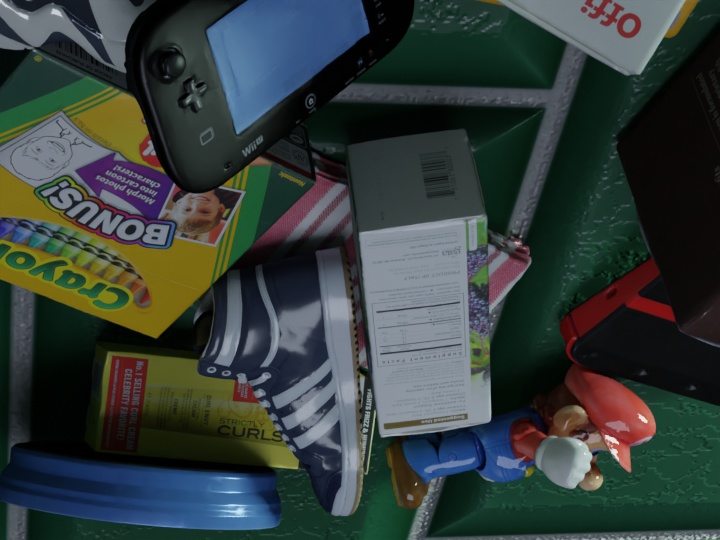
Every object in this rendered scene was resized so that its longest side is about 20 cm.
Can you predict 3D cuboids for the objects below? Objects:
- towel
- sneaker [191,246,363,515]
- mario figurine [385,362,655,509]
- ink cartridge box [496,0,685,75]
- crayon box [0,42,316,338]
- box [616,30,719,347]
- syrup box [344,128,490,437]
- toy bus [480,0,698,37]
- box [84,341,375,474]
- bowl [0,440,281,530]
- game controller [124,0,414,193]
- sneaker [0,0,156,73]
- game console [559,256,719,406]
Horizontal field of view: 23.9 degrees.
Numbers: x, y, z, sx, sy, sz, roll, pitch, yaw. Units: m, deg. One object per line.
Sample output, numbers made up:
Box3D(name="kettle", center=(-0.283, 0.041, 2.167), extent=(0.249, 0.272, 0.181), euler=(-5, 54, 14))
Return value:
Box3D(name="towel", center=(0.000, 0.000, 1.154), extent=(0.199, 0.030, 0.146), euler=(22, 129, -28))
Box3D(name="sneaker", center=(-0.055, 0.080, 1.138), extent=(0.108, 0.070, 0.201), euler=(-6, 118, -6))
Box3D(name="mario figurine", center=(0.125, 0.144, 1.274), extent=(0.199, 0.124, 0.106), euler=(-16, 126, 12))
Box3D(name="ink cartridge box", center=(0.118, -0.219, 0.826), extent=(0.145, 0.084, 0.201), euler=(26, 102, -28))
Box3D(name="crayon box", center=(-0.157, -0.056, 1.031), extent=(0.199, 0.059, 0.172), euler=(24, 128, -33))
Box3D(name="box", center=(0.293, -0.063, 1.038), extent=(0.163, 0.167, 0.200), euler=(17, 133, -28))
Box3D(name="syrup box", center=(0.039, 0.013, 1.094), extent=(0.081, 0.079, 0.201), euler=(-8, 137, 0))
Box3D(name="toy bus", center=(0.132, -0.182, 0.946), extent=(0.198, 0.065, 0.079), euler=(8, 136, -20))
Box3D(name="box", center=(-0.090, 0.097, 1.199), extent=(0.198, 0.050, 0.076), euler=(8, 92, -18))
Box3D(name="bowl", center=(-0.153, 0.148, 1.193), extent=(0.199, 0.040, 0.201), euler=(6, 177, 0))
Box3D(name="game controller", center=(-0.042, -0.127, 0.900), extent=(0.042, 0.200, 0.105), euler=(10, 132, 45))
Box3D(name="sneaker", center=(-0.114, -0.173, 0.893), extent=(0.198, 0.080, 0.130), euler=(11, 142, -11))
Box3D(name="game console", center=(0.262, 0.036, 1.225), extent=(0.199, 0.031, 0.177), euler=(16, 141, -28))
